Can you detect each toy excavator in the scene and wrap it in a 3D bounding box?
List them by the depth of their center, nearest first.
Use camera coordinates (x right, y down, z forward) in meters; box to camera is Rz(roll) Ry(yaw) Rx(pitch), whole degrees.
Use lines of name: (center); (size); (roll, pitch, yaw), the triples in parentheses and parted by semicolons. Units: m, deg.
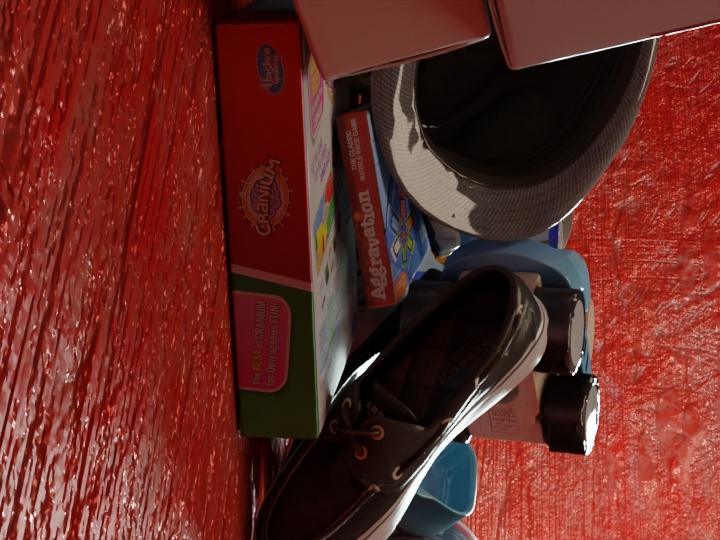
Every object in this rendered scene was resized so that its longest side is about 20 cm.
toy excavator: (0.113, 0.034, 0.804); (0.201, 0.099, 0.195); (-63, 148, -45)

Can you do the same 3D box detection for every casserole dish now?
casserole dish: (0.025, 0.129, 0.906); (0.039, 0.121, 0.200); (-53, -179, 11)

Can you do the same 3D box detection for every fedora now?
fedora: (0.075, -0.127, 0.714); (0.090, 0.176, 0.201); (40, -67, 58)

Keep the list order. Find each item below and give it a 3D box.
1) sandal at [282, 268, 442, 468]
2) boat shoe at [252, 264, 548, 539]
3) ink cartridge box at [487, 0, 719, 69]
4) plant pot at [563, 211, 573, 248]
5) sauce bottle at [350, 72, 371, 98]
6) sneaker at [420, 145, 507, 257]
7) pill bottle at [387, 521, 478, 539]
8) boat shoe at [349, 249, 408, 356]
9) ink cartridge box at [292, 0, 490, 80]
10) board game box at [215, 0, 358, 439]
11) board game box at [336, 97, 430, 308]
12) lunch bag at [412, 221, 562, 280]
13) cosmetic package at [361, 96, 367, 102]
sandal: (0.013, 0.072, 0.749); (0.200, 0.045, 0.075); (-49, 161, -39)
boat shoe: (0.015, 0.074, 0.648); (0.200, 0.069, 0.057); (-46, 147, -8)
ink cartridge box: (0.116, -0.208, 0.567); (0.083, 0.145, 0.201); (60, 21, -60)
plant pot: (0.098, -0.095, 1.253); (0.200, 0.185, 0.188); (51, 38, -56)
sauce bottle: (-0.001, -0.149, 0.806); (0.200, 0.065, 0.067); (10, 81, -82)
sneaker: (0.084, -0.090, 0.820); (0.079, 0.089, 0.201); (71, 16, -45)
pill bottle: (0.027, 0.242, 0.838); (0.200, 0.118, 0.121); (-46, 136, -79)
boat shoe: (0.000, 0.000, 0.830); (0.068, 0.071, 0.202); (5, 88, -69)
ink cartridge box: (-0.001, -0.210, 0.579); (0.146, 0.084, 0.201); (69, 12, -45)
board game box: (-0.033, -0.037, 0.658); (0.153, 0.040, 0.202); (-67, 156, -71)
board game box: (0.020, -0.052, 0.752); (0.200, 0.019, 0.104); (-52, 132, -75)
lunch bag: (0.069, -0.027, 0.962); (0.201, 0.168, 0.124); (85, 11, -47)
cosmetic package: (0.047, -0.170, 0.978); (0.201, 0.073, 0.102); (108, -10, -53)
